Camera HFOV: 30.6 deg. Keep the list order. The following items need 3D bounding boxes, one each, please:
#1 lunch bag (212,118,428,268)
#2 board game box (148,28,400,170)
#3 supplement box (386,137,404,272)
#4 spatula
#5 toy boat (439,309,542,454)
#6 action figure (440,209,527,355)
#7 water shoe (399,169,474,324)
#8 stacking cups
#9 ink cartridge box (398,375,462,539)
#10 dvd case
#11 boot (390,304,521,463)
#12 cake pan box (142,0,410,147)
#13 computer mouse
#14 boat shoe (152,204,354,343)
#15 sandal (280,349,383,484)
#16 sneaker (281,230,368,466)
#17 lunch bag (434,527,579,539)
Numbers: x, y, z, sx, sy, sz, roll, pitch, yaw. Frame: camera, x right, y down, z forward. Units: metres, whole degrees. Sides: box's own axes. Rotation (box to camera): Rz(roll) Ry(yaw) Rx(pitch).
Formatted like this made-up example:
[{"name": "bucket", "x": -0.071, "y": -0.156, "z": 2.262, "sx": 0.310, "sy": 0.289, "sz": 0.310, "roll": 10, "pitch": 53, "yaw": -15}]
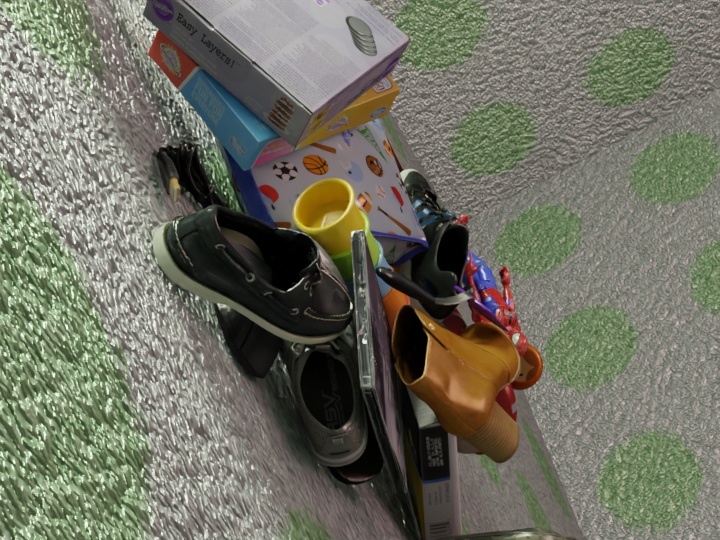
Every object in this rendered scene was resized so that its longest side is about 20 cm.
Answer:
[{"name": "lunch bag", "x": -0.053, "y": -0.078, "z": 1.293, "sx": 0.199, "sy": 0.123, "sz": 0.172, "roll": 8, "pitch": 53, "yaw": -52}, {"name": "board game box", "x": -0.078, "y": -0.188, "z": 1.250, "sx": 0.199, "sy": 0.040, "sz": 0.153, "roll": -27, "pitch": 71, "yaw": -43}, {"name": "supplement box", "x": -0.014, "y": -0.083, "z": 1.530, "sx": 0.199, "sy": 0.132, "sz": 0.200, "roll": 62, "pitch": 9, "yaw": -10}, {"name": "spatula", "x": 0.076, "y": 0.025, "z": 1.221, "sx": 0.056, "sy": 0.021, "sz": 0.199, "roll": 37, "pitch": 12, "yaw": 39}, {"name": "toy boat", "x": 0.134, "y": 0.111, "z": 1.419, "sx": 0.200, "sy": 0.129, "sz": 0.132, "roll": -113, "pitch": -167, "yaw": -70}, {"name": "action figure", "x": 0.130, "y": 0.014, "z": 1.410, "sx": 0.065, "sy": 0.052, "sz": 0.201, "roll": 13, "pitch": 39, "yaw": -40}, {"name": "water shoe", "x": 0.082, "y": -0.033, "z": 1.368, "sx": 0.071, "sy": 0.078, "sz": 0.202, "roll": 33, "pitch": 39, "yaw": -38}, {"name": "stacking cups", "x": 0.000, "y": 0.000, "z": 1.214, "sx": 0.201, "sy": 0.060, "sz": 0.061, "roll": 60, "pitch": 8, "yaw": -48}, {"name": "ink cartridge box", "x": 0.062, "y": 0.164, "z": 1.353, "sx": 0.201, "sy": 0.046, "sz": 0.200, "roll": -109, "pitch": -170, "yaw": -54}, {"name": "dvd case", "x": 0.017, "y": 0.083, "z": 1.135, "sx": 0.201, "sy": 0.016, "sz": 0.150, "roll": 75, "pitch": 9, "yaw": -56}, {"name": "boot", "x": 0.085, "y": 0.074, "z": 1.222, "sx": 0.144, "sy": 0.070, "sz": 0.202, "roll": 45, "pitch": 21, "yaw": -26}, {"name": "cake pan box", "x": -0.077, "y": -0.228, "z": 1.219, "sx": 0.199, "sy": 0.052, "sz": 0.184, "roll": 40, "pitch": 42, "yaw": 4}, {"name": "computer mouse", "x": -0.107, "y": -0.020, "z": 1.058, "sx": 0.141, "sy": 0.046, "sz": 0.201, "roll": 57, "pitch": 11, "yaw": -46}, {"name": "boat shoe", "x": -0.062, "y": -0.003, "z": 0.999, "sx": 0.198, "sy": 0.066, "sz": 0.075, "roll": 28, "pitch": 38, "yaw": -39}, {"name": "sandal", "x": -0.023, "y": 0.086, "z": 1.156, "sx": 0.045, "sy": 0.074, "sz": 0.202, "roll": -45, "pitch": -118, "yaw": 53}, {"name": "sneaker", "x": -0.031, "y": 0.057, "z": 1.091, "sx": 0.082, "sy": 0.074, "sz": 0.202, "roll": 99, "pitch": -26, "yaw": -75}, {"name": "lunch bag", "x": 0.145, "y": 0.338, "z": 1.231, "sx": 0.200, "sy": 0.137, "sz": 0.170, "roll": 40, "pitch": 42, "yaw": -64}]
